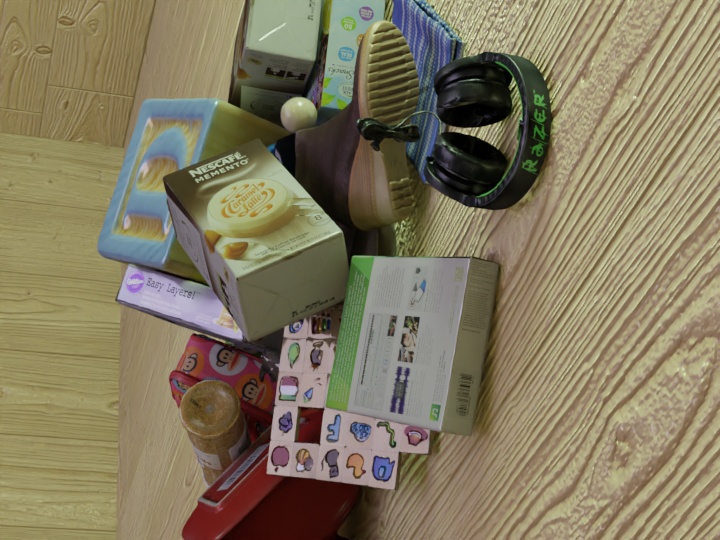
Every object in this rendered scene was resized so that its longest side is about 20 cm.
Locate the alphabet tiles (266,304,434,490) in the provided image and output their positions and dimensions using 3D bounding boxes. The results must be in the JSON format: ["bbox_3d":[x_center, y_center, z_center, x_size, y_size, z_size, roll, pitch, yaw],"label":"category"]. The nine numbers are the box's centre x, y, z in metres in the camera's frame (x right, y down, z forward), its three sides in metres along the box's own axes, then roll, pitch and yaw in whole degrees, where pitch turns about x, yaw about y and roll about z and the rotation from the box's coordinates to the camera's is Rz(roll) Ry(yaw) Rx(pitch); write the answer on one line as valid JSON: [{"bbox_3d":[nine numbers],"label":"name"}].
[{"bbox_3d":[-0.007,0.116,1.288,0.199,0.008,0.169,-1,78,41],"label":"alphabet tiles"}]

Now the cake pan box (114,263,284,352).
[{"bbox_3d":[-0.145,0.056,1.542,0.183,0.200,0.053,17,85,32],"label":"cake pan box"}]

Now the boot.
[{"bbox_3d":[-0.017,-0.141,1.361,0.166,0.072,0.202,6,101,51],"label":"boot"}]

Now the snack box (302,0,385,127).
[{"bbox_3d":[-0.023,-0.254,1.548,0.169,0.067,0.202,151,127,-75],"label":"snack box"}]

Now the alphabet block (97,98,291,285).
[{"bbox_3d":[-0.157,-0.073,1.583,0.195,0.199,0.198,12,83,55],"label":"alphabet block"}]

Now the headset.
[{"bbox_3d":[0.077,-0.116,1.123,0.200,0.093,0.125,10,93,63],"label":"headset"}]

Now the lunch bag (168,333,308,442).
[{"bbox_3d":[-0.132,0.155,1.627,0.200,0.175,0.083,95,-161,-71],"label":"lunch bag"}]

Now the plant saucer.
[{"bbox_3d":[0.000,0.000,1.460,0.200,0.032,0.203,-174,90,-75],"label":"plant saucer"}]

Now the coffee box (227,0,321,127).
[{"bbox_3d":[-0.098,-0.251,1.545,0.200,0.079,0.116,124,153,-70],"label":"coffee box"}]

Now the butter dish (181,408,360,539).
[{"bbox_3d":[-0.069,0.252,1.434,0.200,0.148,0.199,-44,7,-15],"label":"butter dish"}]

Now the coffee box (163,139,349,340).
[{"bbox_3d":[-0.104,-0.034,1.343,0.200,0.114,0.080,47,154,47],"label":"coffee box"}]

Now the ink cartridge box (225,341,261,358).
[{"bbox_3d":[-0.086,-0.001,1.693,0.200,0.075,0.149,-39,44,39],"label":"ink cartridge box"}]

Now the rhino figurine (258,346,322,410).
[{"bbox_3d":[-0.041,0.098,1.392,0.199,0.060,0.088,-17,96,44],"label":"rhino figurine"}]

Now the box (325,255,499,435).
[{"bbox_3d":[0.041,0.060,1.193,0.199,0.036,0.146,3,81,59],"label":"box"}]

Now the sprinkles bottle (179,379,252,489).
[{"bbox_3d":[-0.154,0.192,1.525,0.201,0.067,0.069,85,-179,-60],"label":"sprinkles bottle"}]

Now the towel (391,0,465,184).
[{"bbox_3d":[0.053,-0.188,1.360,0.200,0.024,0.146,-118,36,-62],"label":"towel"}]

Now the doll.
[{"bbox_3d":[-0.069,-0.084,1.470,0.048,0.135,0.202,-46,-42,-72],"label":"doll"}]
